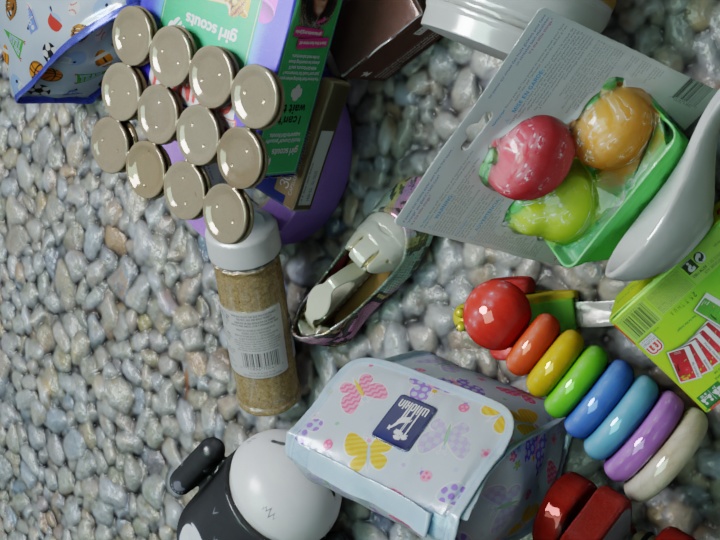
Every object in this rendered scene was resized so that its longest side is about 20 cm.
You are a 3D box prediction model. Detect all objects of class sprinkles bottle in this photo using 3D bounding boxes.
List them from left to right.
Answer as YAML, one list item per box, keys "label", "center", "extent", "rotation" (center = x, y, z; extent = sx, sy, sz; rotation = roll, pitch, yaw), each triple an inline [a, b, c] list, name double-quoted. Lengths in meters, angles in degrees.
- label: "sprinkles bottle"
  center: [-0.100, 0.042, 1.017]
  extent: [0.068, 0.068, 0.203]
  rotation: [20, 131, 33]

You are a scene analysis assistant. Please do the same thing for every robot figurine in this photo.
- label: "robot figurine"
  center: [-0.103, 0.243, 1.058]
  extent: [0.200, 0.149, 0.126]
  rotation: [-49, 46, 31]

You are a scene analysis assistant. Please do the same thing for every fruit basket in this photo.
- label: "fruit basket"
  center: [0.143, -0.088, 0.784]
  extent: [0.186, 0.198, 0.094]
  rotation: [-55, 37, 28]

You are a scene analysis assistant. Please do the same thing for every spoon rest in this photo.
- label: "spoon rest"
  center: [0.234, -0.069, 0.728]
  extent: [0.061, 0.099, 0.200]
  rotation: [43, 114, 0]

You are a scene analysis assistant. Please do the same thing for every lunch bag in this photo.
- label: "lunch bag"
  center: [-0.300, -0.296, 1.142]
  extent: [0.199, 0.123, 0.172]
  rotation: [-32, 75, 43]
- label: "lunch bag"
  center: [0.060, 0.146, 0.871]
  extent: [0.168, 0.199, 0.129]
  rotation: [20, 108, 34]

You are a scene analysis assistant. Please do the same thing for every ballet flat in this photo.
- label: "ballet flat"
  center: [0.000, 0.000, 0.979]
  extent: [0.069, 0.071, 0.201]
  rotation: [49, 121, 20]

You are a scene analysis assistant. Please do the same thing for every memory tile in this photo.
- label: "memory tile"
  center: [-0.150, -0.123, 0.900]
  extent: [0.198, 0.017, 0.155]
  rotation: [30, 115, 29]

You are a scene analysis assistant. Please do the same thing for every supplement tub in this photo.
- label: "supplement tub"
  center: [0.134, -0.255, 0.786]
  extent: [0.143, 0.144, 0.203]
  rotation: [27, 102, 31]

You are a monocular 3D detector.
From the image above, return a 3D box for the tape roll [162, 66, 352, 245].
- label: "tape roll"
  center: [-0.104, -0.124, 1.048]
  extent: [0.198, 0.065, 0.204]
  rotation: [6, 100, 37]

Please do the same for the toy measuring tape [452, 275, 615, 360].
- label: "toy measuring tape"
  center: [0.155, 0.038, 0.867]
  extent: [0.198, 0.073, 0.075]
  rotation: [-2, 94, 38]

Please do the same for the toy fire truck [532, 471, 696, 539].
- label: "toy fire truck"
  center: [0.163, 0.263, 0.806]
  extent: [0.111, 0.168, 0.202]
  rotation: [26, 146, 31]

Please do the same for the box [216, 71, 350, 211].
- label: "box"
  center: [-0.107, -0.152, 0.987]
  extent: [0.199, 0.032, 0.123]
  rotation: [32, 113, 31]

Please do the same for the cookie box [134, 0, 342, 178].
- label: "cookie box"
  center: [-0.109, -0.203, 0.916]
  extent: [0.170, 0.075, 0.203]
  rotation: [28, 112, 29]

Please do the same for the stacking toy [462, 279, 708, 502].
- label: "stacking toy"
  center: [0.162, 0.079, 0.815]
  extent: [0.200, 0.085, 0.086]
  rotation: [42, 119, 10]

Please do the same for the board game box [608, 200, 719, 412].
- label: "board game box"
  center: [0.283, -0.002, 0.758]
  extent: [0.101, 0.048, 0.200]
  rotation: [42, 121, 0]

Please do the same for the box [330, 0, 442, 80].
- label: "box"
  center: [-0.001, -0.281, 0.947]
  extent: [0.100, 0.074, 0.203]
  rotation: [-30, 76, 35]
